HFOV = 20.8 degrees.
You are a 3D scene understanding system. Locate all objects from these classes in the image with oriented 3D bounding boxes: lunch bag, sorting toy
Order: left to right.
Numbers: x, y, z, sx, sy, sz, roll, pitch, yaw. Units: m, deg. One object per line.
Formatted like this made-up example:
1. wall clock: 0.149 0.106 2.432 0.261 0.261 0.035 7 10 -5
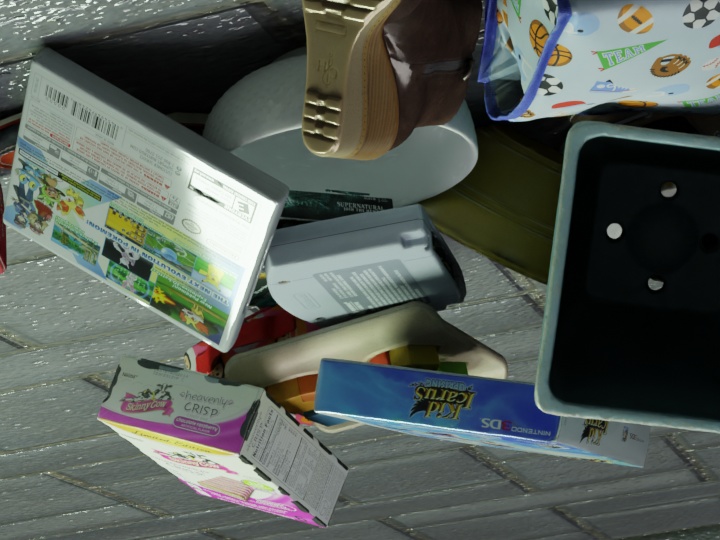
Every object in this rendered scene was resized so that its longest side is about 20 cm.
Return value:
1. lunch bag: -0.052 0.073 1.700 0.200 0.082 0.176 -27 153 36
2. sorting toy: 0.010 0.089 1.607 0.185 0.037 0.200 -17 157 17
3. lunch bag: 0.172 -0.162 1.248 0.170 0.124 0.200 -5 154 -8

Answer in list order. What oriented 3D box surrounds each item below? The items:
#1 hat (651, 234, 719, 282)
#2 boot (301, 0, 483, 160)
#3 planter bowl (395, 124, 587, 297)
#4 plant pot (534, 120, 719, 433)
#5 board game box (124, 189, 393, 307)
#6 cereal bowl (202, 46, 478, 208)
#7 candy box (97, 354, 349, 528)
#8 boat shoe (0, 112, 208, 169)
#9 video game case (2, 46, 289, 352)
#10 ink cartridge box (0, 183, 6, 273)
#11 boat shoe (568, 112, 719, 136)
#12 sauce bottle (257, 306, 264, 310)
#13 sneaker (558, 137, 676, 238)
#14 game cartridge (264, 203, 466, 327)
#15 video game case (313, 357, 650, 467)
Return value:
1. hat: 0.291 -0.079 1.535 0.200 0.201 0.081 -19 116 35
2. boot: 0.028 -0.169 1.224 0.072 0.200 0.166 24 -156 23
3. planter bowl: 0.125 -0.059 1.538 0.200 0.084 0.200 25 -169 -5
4. plant pot: 0.222 -0.008 1.373 0.195 0.197 0.200 6 -170 0
5. board game box: -0.081 -0.016 1.493 0.135 0.028 0.200 4 160 -30
6. cereal bowl: -0.017 -0.108 1.413 0.200 0.083 0.200 -4 162 -1
7. candy box: -0.110 0.144 1.617 0.136 0.061 0.200 11 160 26
8. boat shoe: -0.181 -0.083 1.475 0.200 0.063 0.071 1 162 -16
9. video game case: -0.158 -0.047 1.399 0.200 0.022 0.182 30 140 6
10. ink cartridge box: -0.350 -0.060 1.458 0.145 0.083 0.200 -4 162 -4
11. boat shoe: 0.253 -0.119 1.473 0.200 0.073 0.072 -4 163 -2
12. sauce bottle: -0.061 0.014 1.748 0.065 0.065 0.200 -10 171 13
13. sneaker: 0.221 -0.078 1.619 0.115 0.074 0.200 -17 159 -26
14. game cartridge: 0.000 0.000 1.469 0.133 0.041 0.200 -14 163 8
15. video game case: 0.095 0.109 1.480 0.200 0.046 0.181 6 173 29
